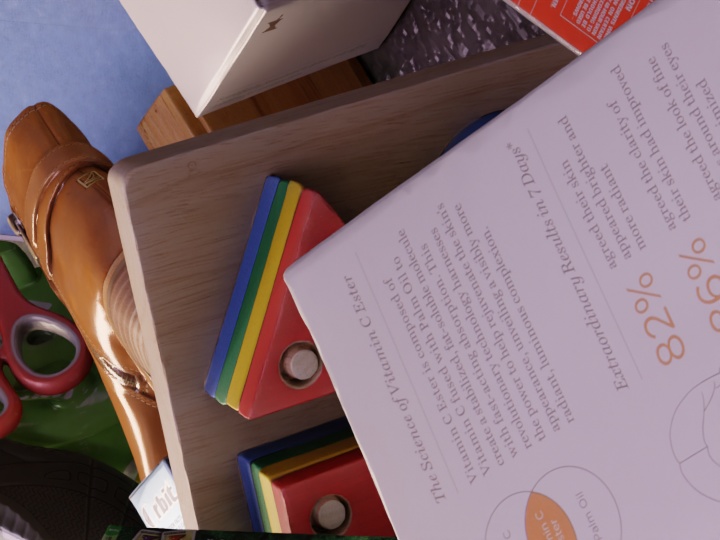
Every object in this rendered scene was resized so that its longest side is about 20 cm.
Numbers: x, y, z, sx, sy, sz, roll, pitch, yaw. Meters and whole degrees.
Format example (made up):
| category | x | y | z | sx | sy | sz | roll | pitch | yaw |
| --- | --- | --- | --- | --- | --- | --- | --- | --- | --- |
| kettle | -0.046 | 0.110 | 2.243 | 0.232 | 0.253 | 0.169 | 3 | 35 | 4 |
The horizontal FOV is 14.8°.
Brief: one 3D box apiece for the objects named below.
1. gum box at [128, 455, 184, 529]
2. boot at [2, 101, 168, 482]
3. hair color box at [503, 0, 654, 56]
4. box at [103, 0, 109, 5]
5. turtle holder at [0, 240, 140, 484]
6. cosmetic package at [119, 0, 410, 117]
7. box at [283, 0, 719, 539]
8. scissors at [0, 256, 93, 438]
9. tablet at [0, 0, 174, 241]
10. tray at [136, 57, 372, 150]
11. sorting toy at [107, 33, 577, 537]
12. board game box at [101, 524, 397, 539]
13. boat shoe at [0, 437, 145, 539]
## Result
| category | x | y | z | sx | sy | sz | roll | pitch | yaw |
| --- | --- | --- | --- | --- | --- | --- | --- | --- | --- |
| gum box | 0.026 | 0.139 | 1.139 | 0.201 | 0.169 | 0.045 | 58 | 143 | 11 |
| boot | -0.100 | 0.032 | 1.212 | 0.155 | 0.076 | 0.201 | 48 | 162 | 32 |
| hair color box | 0.149 | -0.066 | 0.921 | 0.200 | 0.101 | 0.062 | 40 | 115 | 31 |
| box | -0.174 | -0.154 | 1.335 | 0.200 | 0.051 | 0.158 | 50 | 142 | 22 |
| turtle holder | -0.123 | 0.065 | 1.341 | 0.141 | 0.184 | 0.132 | -91 | -13 | -57 |
| cosmetic package | -0.067 | -0.177 | 1.141 | 0.201 | 0.107 | 0.085 | 58 | 143 | 14 |
| box | 0.100 | 0.018 | 0.831 | 0.200 | 0.106 | 0.153 | -34 | 71 | 36 |
| scissors | -0.184 | -0.004 | 1.291 | 0.201 | 0.073 | 0.014 | 60 | 173 | 36 |
| tablet | -0.123 | -0.070 | 1.254 | 0.198 | 0.014 | 0.131 | 6 | 116 | 12 |
| tray | 0.000 | 0.000 | 1.156 | 0.201 | 0.098 | 0.037 | 58 | 142 | 11 |
| sorting toy | 0.026 | 0.033 | 1.045 | 0.070 | 0.199 | 0.200 | 24 | 129 | 63 |
| board game box | 0.009 | 0.139 | 0.987 | 0.198 | 0.024 | 0.105 | 0 | 129 | 23 |
| boat shoe | -0.158 | 0.121 | 1.255 | 0.201 | 0.075 | 0.065 | 24 | 128 | -8 |
